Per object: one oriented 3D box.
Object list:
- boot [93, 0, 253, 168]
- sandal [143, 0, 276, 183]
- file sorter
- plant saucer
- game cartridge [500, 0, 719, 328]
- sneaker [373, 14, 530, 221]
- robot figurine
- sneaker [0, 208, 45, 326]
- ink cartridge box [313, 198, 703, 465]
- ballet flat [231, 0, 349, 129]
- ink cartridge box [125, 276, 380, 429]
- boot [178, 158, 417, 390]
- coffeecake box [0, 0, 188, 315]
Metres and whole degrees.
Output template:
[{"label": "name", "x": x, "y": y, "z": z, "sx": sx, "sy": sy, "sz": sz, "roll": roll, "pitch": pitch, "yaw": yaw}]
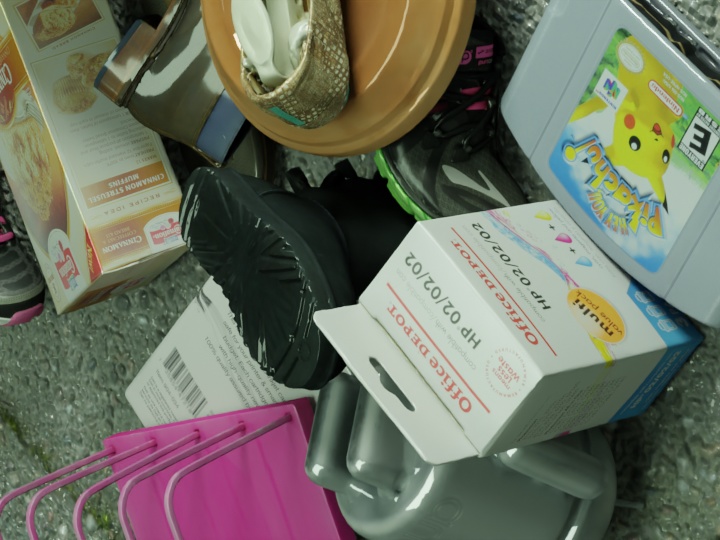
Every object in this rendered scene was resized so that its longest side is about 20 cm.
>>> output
[{"label": "boot", "x": -0.068, "y": -0.159, "z": 1.728, "sx": 0.097, "sy": 0.075, "sz": 0.200, "roll": 41, "pitch": 110, "yaw": 2}, {"label": "sandal", "x": -0.112, "y": -0.128, "z": 1.797, "sx": 0.082, "sy": 0.054, "sz": 0.201, "roll": -12, "pitch": 94, "yaw": 48}, {"label": "file sorter", "x": -0.115, "y": 0.175, "z": 1.728, "sx": 0.200, "sy": 0.125, "sz": 0.140, "roll": -13, "pitch": 98, "yaw": 48}, {"label": "plant saucer", "x": -0.021, "y": -0.166, "z": 1.612, "sx": 0.200, "sy": 0.037, "sz": 0.201, "roll": 0, "pitch": 89, "yaw": 39}, {"label": "game cartridge", "x": 0.161, "y": -0.068, "z": 1.540, "sx": 0.200, "sy": 0.040, "sz": 0.134, "roll": 47, "pitch": 136, "yaw": 26}, {"label": "sneaker", "x": 0.047, "y": -0.101, "z": 1.622, "sx": 0.084, "sy": 0.077, "sz": 0.201, "roll": -32, "pitch": 82, "yaw": 45}, {"label": "robot figurine", "x": 0.065, "y": 0.114, "z": 1.604, "sx": 0.169, "sy": 0.199, "sz": 0.113, "roll": -7, "pitch": 66, "yaw": 55}, {"label": "sneaker", "x": -0.285, "y": -0.047, "z": 1.997, "sx": 0.200, "sy": 0.074, "sz": 0.088, "roll": 52, "pitch": 141, "yaw": 28}, {"label": "ink cartridge box", "x": 0.082, "y": 0.030, "z": 1.528, "sx": 0.115, "sy": 0.200, "sz": 0.068, "roll": 51, "pitch": 124, "yaw": 22}, {"label": "ballet flat", "x": -0.048, "y": -0.179, "z": 1.568, "sx": 0.070, "sy": 0.065, "sz": 0.201, "roll": -17, "pitch": 80, "yaw": 35}, {"label": "ink cartridge box", "x": -0.045, "y": 0.071, "z": 1.771, "sx": 0.146, "sy": 0.084, "sz": 0.200, "roll": 57, "pitch": 137, "yaw": 16}, {"label": "boot", "x": 0.000, "y": 0.001, "z": 1.614, "sx": 0.198, "sy": 0.162, "sz": 0.074, "roll": 51, "pitch": 129, "yaw": 49}, {"label": "coffeecake box", "x": -0.188, "y": -0.086, "z": 1.845, "sx": 0.201, "sy": 0.073, "sz": 0.153, "roll": 68, "pitch": 160, "yaw": 4}]
